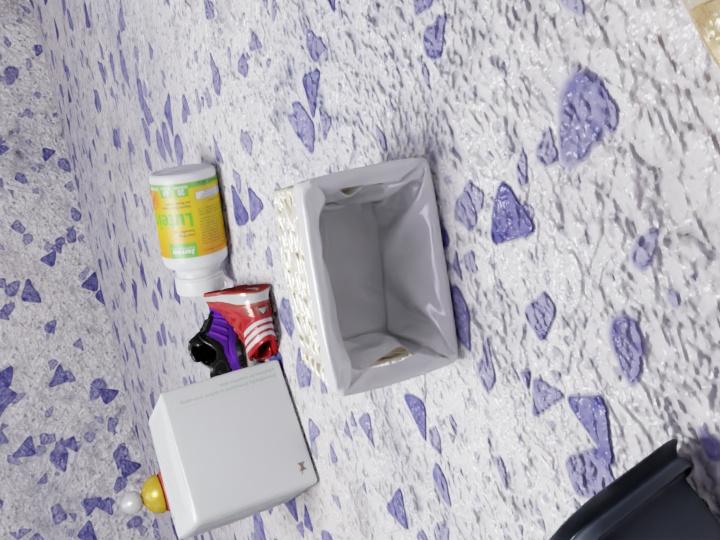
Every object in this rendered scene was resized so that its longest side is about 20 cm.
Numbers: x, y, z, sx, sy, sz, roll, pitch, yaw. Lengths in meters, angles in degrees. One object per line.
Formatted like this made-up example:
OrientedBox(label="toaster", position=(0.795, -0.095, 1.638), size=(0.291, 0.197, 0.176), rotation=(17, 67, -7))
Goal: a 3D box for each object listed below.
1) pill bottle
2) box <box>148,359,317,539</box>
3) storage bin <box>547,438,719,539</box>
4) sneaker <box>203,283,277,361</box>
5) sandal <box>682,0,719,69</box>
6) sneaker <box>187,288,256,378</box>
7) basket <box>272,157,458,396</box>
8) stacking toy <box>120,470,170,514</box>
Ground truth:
OrientedBox(label="pill bottle", position=(-0.278, -0.066, 1.482), size=(0.111, 0.109, 0.204), rotation=(23, 123, 61))
OrientedBox(label="box", position=(-0.202, 0.276, 1.383), size=(0.204, 0.195, 0.171), rotation=(70, 155, 14))
OrientedBox(label="storage bin", position=(0.183, 0.239, 0.602), size=(0.135, 0.144, 0.202), rotation=(48, 145, 29))
OrientedBox(label="sneaker", position=(-0.189, 0.085, 1.407), size=(0.199, 0.077, 0.118), rotation=(176, 83, -67))
OrientedBox(label="sandal", position=(0.159, -0.191, 0.493), size=(0.215, 0.068, 0.078), rotation=(67, 154, 22))
OrientedBox(label="sneaker", position=(-0.243, 0.107, 1.500), size=(0.201, 0.098, 0.071), rotation=(-121, 29, -46))
OrientedBox(label="basket", position=(0.000, 0.000, 0.876), size=(0.123, 0.133, 0.204), rotation=(-164, 63, -67))
OrientedBox(label="stacking toy", position=(-0.447, 0.501, 2.046), size=(0.146, 0.197, 0.149), rotation=(41, 138, 51))
